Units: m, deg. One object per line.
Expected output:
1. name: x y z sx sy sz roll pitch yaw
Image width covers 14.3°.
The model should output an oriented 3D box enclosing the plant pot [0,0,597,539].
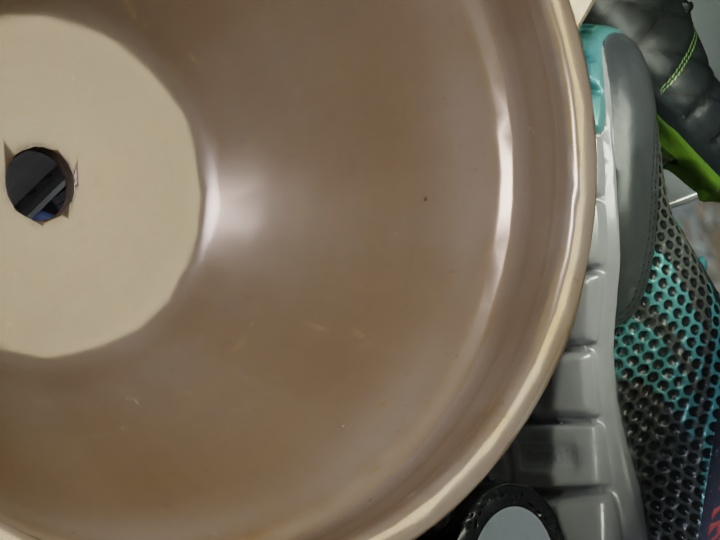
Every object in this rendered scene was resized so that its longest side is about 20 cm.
1. plant pot: -0.055 -0.026 0.631 0.201 0.093 0.201 4 82 -27

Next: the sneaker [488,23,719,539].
1. sneaker: 0.082 0.030 0.813 0.091 0.078 0.200 -5 95 -27

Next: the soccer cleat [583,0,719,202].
1. soccer cleat: 0.068 -0.112 0.867 0.081 0.068 0.200 -37 94 -5

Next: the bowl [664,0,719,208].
1. bowl: 0.058 -0.112 0.948 0.201 0.090 0.201 1 85 -18

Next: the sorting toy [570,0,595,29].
1. sorting toy: -0.024 -0.131 0.785 0.200 0.070 0.199 32 80 -12

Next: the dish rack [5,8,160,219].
1. dish rack: -0.127 -0.070 0.681 0.200 0.044 0.172 -45 113 -7

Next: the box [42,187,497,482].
1. box: 0.000 0.000 0.846 0.158 0.050 0.200 -37 97 -19

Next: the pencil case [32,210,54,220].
1. pencil case: -0.099 0.082 0.735 0.087 0.078 0.200 6 62 -9

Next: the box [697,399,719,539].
1. box: 0.157 0.068 0.747 0.137 0.038 0.200 31 41 -11

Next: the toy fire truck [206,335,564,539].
1. toy fire truck: -0.018 0.133 0.683 0.200 0.129 0.176 -55 127 -34
